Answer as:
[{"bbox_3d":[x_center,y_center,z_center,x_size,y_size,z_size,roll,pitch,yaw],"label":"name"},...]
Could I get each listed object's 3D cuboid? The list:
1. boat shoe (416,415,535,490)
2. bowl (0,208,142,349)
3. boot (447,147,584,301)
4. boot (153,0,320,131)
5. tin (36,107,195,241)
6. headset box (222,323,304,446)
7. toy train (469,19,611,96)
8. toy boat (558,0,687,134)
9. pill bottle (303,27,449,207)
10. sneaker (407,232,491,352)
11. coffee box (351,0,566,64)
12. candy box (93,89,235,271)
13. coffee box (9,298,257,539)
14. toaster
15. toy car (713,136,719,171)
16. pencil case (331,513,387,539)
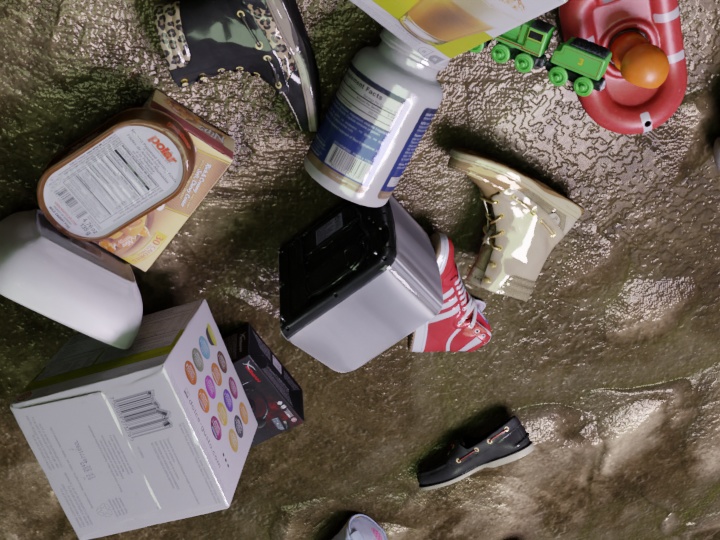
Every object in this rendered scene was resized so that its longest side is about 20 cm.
[{"bbox_3d":[0.168,0.283,1.456,0.201,0.074,0.063,-30,87,26],"label":"boat shoe"},{"bbox_3d":[-0.348,0.000,1.136,0.200,0.200,0.075,31,95,-26],"label":"bowl"},{"bbox_3d":[0.168,-0.055,1.191,0.200,0.073,0.156,23,102,-27],"label":"boot"},{"bbox_3d":[-0.131,-0.233,1.060,0.150,0.073,0.200,-10,135,9],"label":"boot"},{"bbox_3d":[-0.282,-0.107,1.088,0.200,0.042,0.112,-29,120,18],"label":"tin"},{"bbox_3d":[-0.202,0.187,1.341,0.200,0.077,0.149,-27,123,11],"label":"headset box"},{"bbox_3d":[0.181,-0.252,1.043,0.200,0.042,0.056,26,131,15],"label":"toy train"},{"bbox_3d":[0.305,-0.241,1.059,0.130,0.131,0.200,-18,124,7],"label":"toy boat"},{"bbox_3d":[0.024,-0.182,1.071,0.111,0.111,0.200,21,112,-19],"label":"pill bottle"},{"bbox_3d":[0.130,0.034,1.270,0.112,0.071,0.200,5,132,-4],"label":"sneaker"},{"bbox_3d":[0.085,-0.349,0.865,0.199,0.200,0.198,31,160,-25],"label":"coffee box"},{"bbox_3d":[-0.254,-0.105,1.145,0.115,0.055,0.200,32,116,-23],"label":"candy box"},{"bbox_3d":[-0.269,0.181,1.179,0.199,0.198,0.200,-16,108,11],"label":"coffee box"},{"bbox_3d":[0.000,0.000,1.171,0.200,0.181,0.119,-36,124,19],"label":"toaster"},{"bbox_3d":[0.536,-0.162,1.124,0.199,0.150,0.175,10,124,-12],"label":"toy car"},{"bbox_3d":[-0.042,0.489,1.562,0.091,0.083,0.200,18,123,-43],"label":"pencil case"}]
